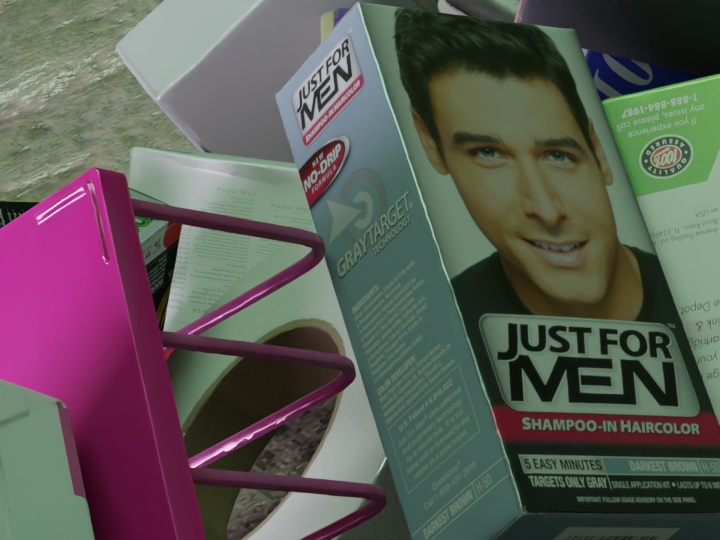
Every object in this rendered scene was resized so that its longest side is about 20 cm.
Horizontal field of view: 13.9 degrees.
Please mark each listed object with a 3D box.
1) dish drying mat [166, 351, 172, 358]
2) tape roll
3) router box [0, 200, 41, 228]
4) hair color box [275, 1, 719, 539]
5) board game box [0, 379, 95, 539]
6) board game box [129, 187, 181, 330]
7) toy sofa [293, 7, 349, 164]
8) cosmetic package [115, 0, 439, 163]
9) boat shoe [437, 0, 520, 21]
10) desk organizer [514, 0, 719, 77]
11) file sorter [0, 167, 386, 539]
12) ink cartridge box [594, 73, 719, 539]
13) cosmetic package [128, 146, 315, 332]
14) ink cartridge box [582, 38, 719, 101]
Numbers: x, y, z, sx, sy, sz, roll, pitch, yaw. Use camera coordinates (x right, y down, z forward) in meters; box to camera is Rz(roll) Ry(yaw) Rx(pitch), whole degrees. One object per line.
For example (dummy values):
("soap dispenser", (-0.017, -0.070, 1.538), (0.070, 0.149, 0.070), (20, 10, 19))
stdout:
("dish drying mat", (-0.074, 0.051, 1.317), (0.077, 0.018, 0.200), (-3, 32, 36))
("tape roll", (-0.031, 0.073, 1.115), (0.203, 0.037, 0.203), (-37, 32, 28))
("router box", (-0.211, 0.034, 1.240), (0.149, 0.051, 0.200), (2, -26, -46))
("hair color box", (0.050, 0.009, 1.017), (0.099, 0.200, 0.061), (4, -34, -35))
("board game box", (-0.149, 0.147, 0.879), (0.200, 0.064, 0.148), (-57, 27, 24))
("board game box", (-0.138, 0.063, 1.126), (0.035, 0.126, 0.200), (23, 34, 17))
("toy sofa", (0.031, -0.054, 1.346), (0.083, 0.098, 0.200), (-16, 25, 12))
("cosmetic package", (-0.012, -0.134, 1.458), (0.200, 0.102, 0.074), (-41, 36, 0))
("boat shoe", (0.119, -0.112, 1.353), (0.200, 0.057, 0.067), (28, 34, 28))
("desk organizer", (0.165, -0.115, 1.105), (0.200, 0.072, 0.077), (13, 69, 2))
("file sorter", (-0.067, 0.092, 0.975), (0.139, 0.200, 0.125), (-30, -26, 36))
("ink cartridge box", (0.159, 0.030, 1.047), (0.117, 0.200, 0.067), (-12, -16, 20))
("cosmetic package", (0.000, 0.000, 1.220), (0.200, 0.083, 0.051), (8, 3, 22))
("ink cartridge box", (0.115, -0.032, 1.138), (0.044, 0.094, 0.200), (115, 175, -71))
